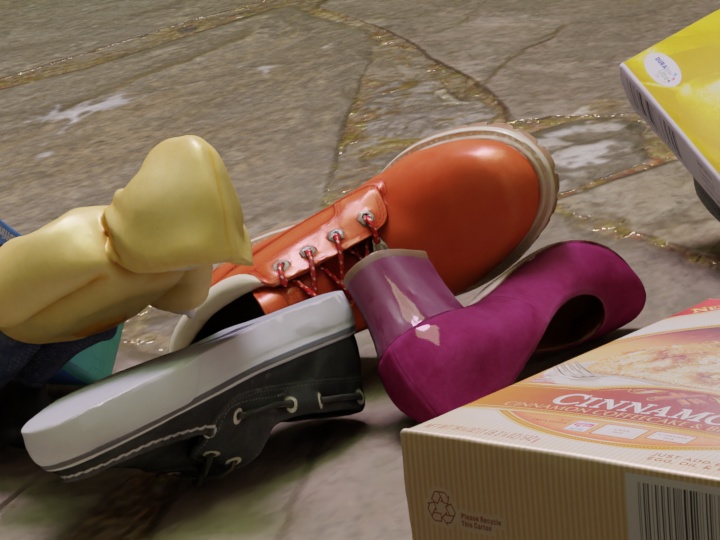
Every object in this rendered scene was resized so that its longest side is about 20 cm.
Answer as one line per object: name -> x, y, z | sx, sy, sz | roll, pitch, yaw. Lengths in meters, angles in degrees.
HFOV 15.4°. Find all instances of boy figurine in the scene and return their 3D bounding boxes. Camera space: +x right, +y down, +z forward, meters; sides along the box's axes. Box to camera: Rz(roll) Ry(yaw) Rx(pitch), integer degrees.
boy figurine -> -0.108, 0.009, 1.135 | 0.124, 0.065, 0.200 | 0, -26, -45

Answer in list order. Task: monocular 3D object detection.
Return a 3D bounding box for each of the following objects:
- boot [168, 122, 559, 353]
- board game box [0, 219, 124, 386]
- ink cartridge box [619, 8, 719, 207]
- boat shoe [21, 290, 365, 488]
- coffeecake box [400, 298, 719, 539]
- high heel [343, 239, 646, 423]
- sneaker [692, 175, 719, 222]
boot -> 0.000, 0.000, 1.249 | 0.199, 0.075, 0.107 | -28, 5, 25
board game box -> -0.224, -0.001, 1.244 | 0.151, 0.045, 0.200 | 2, -21, 29
ink cartridge box -> 0.264, -0.094, 1.379 | 0.199, 0.047, 0.198 | -31, 40, -2
boat shoe -> -0.061, 0.058, 1.126 | 0.068, 0.057, 0.200 | -17, 4, 39
coffeecake box -> 0.137, 0.073, 0.967 | 0.153, 0.074, 0.199 | 5, 16, 40
high heel -> 0.078, 0.040, 1.225 | 0.199, 0.096, 0.067 | -2, -36, -44
sneaker -> 0.273, -0.042, 1.428 | 0.199, 0.071, 0.080 | 10, 8, 33
